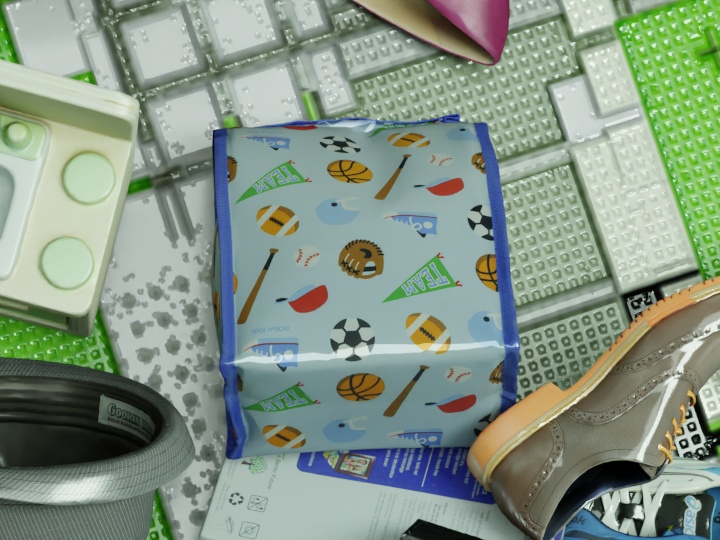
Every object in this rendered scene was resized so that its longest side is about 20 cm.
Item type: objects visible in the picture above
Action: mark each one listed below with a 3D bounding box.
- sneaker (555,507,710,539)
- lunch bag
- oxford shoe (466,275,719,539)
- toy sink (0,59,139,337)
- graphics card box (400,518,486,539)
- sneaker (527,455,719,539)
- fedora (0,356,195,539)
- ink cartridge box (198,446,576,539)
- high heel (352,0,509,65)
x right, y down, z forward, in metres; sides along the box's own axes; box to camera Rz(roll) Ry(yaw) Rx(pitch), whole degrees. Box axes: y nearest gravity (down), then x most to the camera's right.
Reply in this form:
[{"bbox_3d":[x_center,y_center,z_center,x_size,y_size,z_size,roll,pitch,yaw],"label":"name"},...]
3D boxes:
[{"bbox_3d":[0.200,0.180,1.626,0.199,0.066,0.079,15,64,-1],"label":"sneaker"},{"bbox_3d":[0.000,0.000,1.666,0.169,0.124,0.201,-3,53,-4],"label":"lunch bag"},{"bbox_3d":[0.158,0.075,1.609,0.200,0.071,0.073,-36,60,1],"label":"oxford shoe"},{"bbox_3d":[-0.196,-0.037,1.615,0.130,0.200,0.113,14,79,-4],"label":"toy sink"},{"bbox_3d":[0.058,0.246,1.581,0.125,0.051,0.201,18,98,11],"label":"graphics card box"},{"bbox_3d":[0.160,0.136,1.690,0.199,0.072,0.072,6,82,-4],"label":"sneaker"},{"bbox_3d":[-0.192,0.117,1.630,0.199,0.177,0.091,3,110,-7],"label":"fedora"},{"bbox_3d":[0.018,0.134,1.650,0.199,0.039,0.100,9,53,13],"label":"ink cartridge box"},{"bbox_3d":[-0.010,-0.168,1.719,0.199,0.067,0.097,-2,71,-9],"label":"high heel"}]
